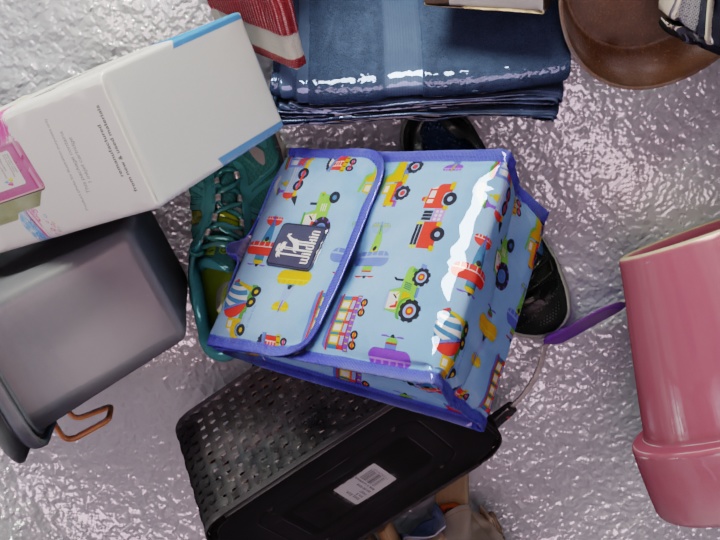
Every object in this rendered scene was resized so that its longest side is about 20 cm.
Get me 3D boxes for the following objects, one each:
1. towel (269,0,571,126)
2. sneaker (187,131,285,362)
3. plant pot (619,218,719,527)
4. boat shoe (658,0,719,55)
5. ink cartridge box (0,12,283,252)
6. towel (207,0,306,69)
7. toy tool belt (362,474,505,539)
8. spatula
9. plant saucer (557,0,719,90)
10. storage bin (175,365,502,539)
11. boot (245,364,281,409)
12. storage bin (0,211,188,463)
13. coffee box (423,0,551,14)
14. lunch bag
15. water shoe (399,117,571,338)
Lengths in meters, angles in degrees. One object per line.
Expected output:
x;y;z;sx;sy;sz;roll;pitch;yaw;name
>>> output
0.038;-0.148;0.770;0.198;0.112;0.049;-3;144;5;towel
-0.092;-0.031;0.817;0.077;0.080;0.202;0;106;2;sneaker
0.269;0.055;0.785;0.199;0.200;0.180;-19;89;7;plant pot
0.249;-0.212;0.657;0.074;0.093;0.201;-6;127;-27;boat shoe
-0.173;-0.083;0.732;0.199;0.144;0.085;-11;109;34;ink cartridge box
-0.088;-0.234;0.712;0.023;0.144;0.201;-25;118;-16;towel
0.026;0.246;0.890;0.199;0.125;0.123;-34;64;7;toy tool belt
0.122;0.088;0.861;0.200;0.056;0.021;-48;69;15;spatula
0.202;-0.211;0.722;0.199;0.035;0.201;-18;133;-20;plant saucer
-0.016;0.121;0.820;0.199;0.094;0.135;-34;141;11;storage bin
-0.025;0.024;0.839;0.075;0.074;0.201;24;103;-13;boot
-0.190;0.031;0.785;0.134;0.200;0.146;-27;105;-1;storage bin
0.087;-0.272;0.694;0.079;0.114;0.201;7;120;17;coffee box
0.000;0.000;0.735;0.199;0.094;0.152;9;71;30;lunch bag
0.087;-0.025;0.813;0.071;0.079;0.201;-32;103;11;water shoe
